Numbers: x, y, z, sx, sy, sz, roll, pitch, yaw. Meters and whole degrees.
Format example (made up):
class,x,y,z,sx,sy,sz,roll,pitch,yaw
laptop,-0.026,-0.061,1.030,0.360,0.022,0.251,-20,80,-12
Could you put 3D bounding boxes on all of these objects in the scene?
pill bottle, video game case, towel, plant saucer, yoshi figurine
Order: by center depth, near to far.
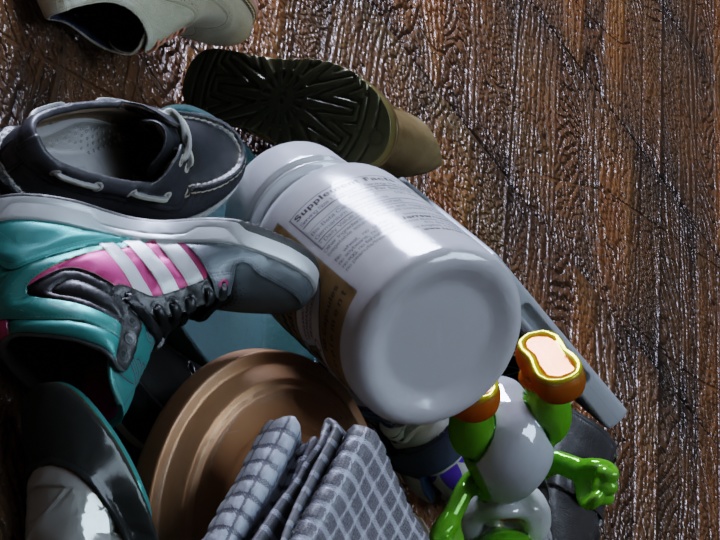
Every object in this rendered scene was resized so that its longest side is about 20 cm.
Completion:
class,x,y,z,sx,sy,sz,roll,pitch,yaw
towel,-0.017,0.200,1.563,0.166,0.085,0.200,-60,142,-39
plant saucer,-0.053,0.146,1.637,0.200,0.032,0.201,-2,93,-48
pill bottle,0.000,0.000,1.688,0.114,0.114,0.200,45,-3,-38
yoshi figurine,0.095,0.144,1.764,0.112,0.112,0.201,-46,148,-42
plant saucer,-0.094,-0.005,1.767,0.200,0.036,0.201,43,35,-41
video game case,0.090,0.013,2.004,0.182,0.023,0.200,49,-3,-34

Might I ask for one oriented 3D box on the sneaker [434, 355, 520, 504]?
class,x,y,z,sx,sy,sz,roll,pitch,yaw
sneaker,0.075,0.102,1.991,0.079,0.075,0.200,50,21,-3

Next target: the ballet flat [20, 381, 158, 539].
class,x,y,z,sx,sy,sz,roll,pitch,yaw
ballet flat,-0.138,0.158,1.522,0.068,0.068,0.201,-39,106,-51

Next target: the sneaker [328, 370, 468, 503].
class,x,y,z,sx,sy,sz,roll,pitch,yaw
sneaker,0.043,0.092,1.813,0.147,0.080,0.200,56,-1,-14

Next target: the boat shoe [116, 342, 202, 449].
class,x,y,z,sx,sy,sz,roll,pitch,yaw
boat shoe,-0.093,0.086,1.670,0.201,0.063,0.074,48,34,-32

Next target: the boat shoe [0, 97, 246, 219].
class,x,y,z,sx,sy,sz,roll,pitch,yaw
boat shoe,-0.134,-0.068,1.652,0.200,0.060,0.074,-2,63,-45

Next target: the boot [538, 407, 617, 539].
class,x,y,z,sx,sy,sz,roll,pitch,yaw
boot,0.156,0.195,1.978,0.200,0.069,0.175,50,48,-51

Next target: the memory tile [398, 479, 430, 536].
class,x,y,z,sx,sy,sz,roll,pitch,yaw
memory tile,0.037,0.176,1.828,0.200,0.017,0.153,59,2,-18

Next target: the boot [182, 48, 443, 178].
class,x,y,z,sx,sy,sz,roll,pitch,yaw
boot,-0.001,-0.096,1.893,0.200,0.175,0.066,17,97,-57

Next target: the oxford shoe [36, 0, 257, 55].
class,x,y,z,sx,sy,sz,roll,pitch,yaw
oxford shoe,-0.139,-0.163,1.780,0.200,0.071,0.074,14,61,-47

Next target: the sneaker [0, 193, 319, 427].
class,x,y,z,sx,sy,sz,roll,pitch,yaw
sneaker,-0.119,0.030,1.569,0.199,0.084,0.121,8,60,-15
